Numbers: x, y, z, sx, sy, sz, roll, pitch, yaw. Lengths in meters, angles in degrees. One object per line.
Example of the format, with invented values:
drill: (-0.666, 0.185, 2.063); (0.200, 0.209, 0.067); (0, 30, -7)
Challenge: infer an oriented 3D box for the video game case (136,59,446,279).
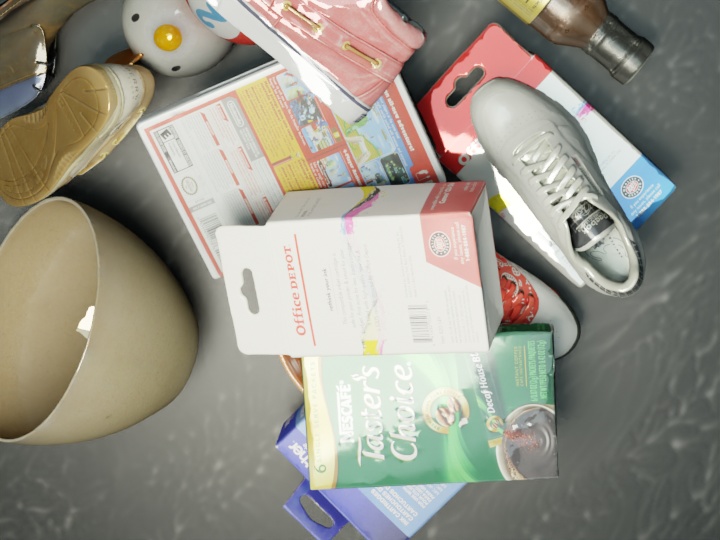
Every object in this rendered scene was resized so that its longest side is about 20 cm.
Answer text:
video game case: (-0.052, -0.091, 1.509); (0.199, 0.017, 0.143); (-22, 113, 8)

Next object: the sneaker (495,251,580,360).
sneaker: (0.090, 0.013, 1.572); (0.201, 0.108, 0.067); (39, 99, -3)

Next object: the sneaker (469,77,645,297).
sneaker: (0.158, -0.067, 1.533); (0.076, 0.081, 0.200); (-38, 93, 10)

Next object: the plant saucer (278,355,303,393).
plant saucer: (0.024, 0.034, 1.650); (0.199, 0.032, 0.201); (1, 98, 4)

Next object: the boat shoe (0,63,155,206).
boat shoe: (-0.232, -0.109, 1.598); (0.200, 0.069, 0.074); (-29, 82, 47)

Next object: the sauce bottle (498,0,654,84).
sauce bottle: (0.149, -0.227, 1.587); (0.200, 0.065, 0.065); (39, 99, -5)

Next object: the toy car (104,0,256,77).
toy car: (-0.128, -0.209, 1.563); (0.200, 0.177, 0.184); (-36, 107, 20)

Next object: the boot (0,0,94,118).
boot: (-0.260, -0.190, 1.620); (0.199, 0.075, 0.097); (-19, 107, 16)

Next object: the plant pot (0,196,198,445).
plant pot: (-0.211, 0.053, 1.605); (0.134, 0.200, 0.201); (16, 102, -36)

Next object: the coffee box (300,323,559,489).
coffee box: (0.054, 0.107, 1.546); (0.199, 0.044, 0.123); (-2, 98, 4)

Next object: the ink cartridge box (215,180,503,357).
ink cartridge box: (0.000, 0.000, 1.491); (0.199, 0.068, 0.117); (-2, 114, 16)

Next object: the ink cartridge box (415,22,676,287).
ink cartridge box: (0.144, -0.097, 1.604); (0.200, 0.067, 0.116); (43, 99, -3)

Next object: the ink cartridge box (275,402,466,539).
ink cartridge box: (0.025, 0.136, 1.614); (0.136, 0.076, 0.200); (44, 100, -4)

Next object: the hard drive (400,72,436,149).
hard drive: (-0.048, -0.100, 1.589); (0.200, 0.033, 0.140); (-31, 52, 11)

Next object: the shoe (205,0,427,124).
shoe: (-0.047, -0.203, 1.427); (0.200, 0.071, 0.091); (41, 100, -12)
